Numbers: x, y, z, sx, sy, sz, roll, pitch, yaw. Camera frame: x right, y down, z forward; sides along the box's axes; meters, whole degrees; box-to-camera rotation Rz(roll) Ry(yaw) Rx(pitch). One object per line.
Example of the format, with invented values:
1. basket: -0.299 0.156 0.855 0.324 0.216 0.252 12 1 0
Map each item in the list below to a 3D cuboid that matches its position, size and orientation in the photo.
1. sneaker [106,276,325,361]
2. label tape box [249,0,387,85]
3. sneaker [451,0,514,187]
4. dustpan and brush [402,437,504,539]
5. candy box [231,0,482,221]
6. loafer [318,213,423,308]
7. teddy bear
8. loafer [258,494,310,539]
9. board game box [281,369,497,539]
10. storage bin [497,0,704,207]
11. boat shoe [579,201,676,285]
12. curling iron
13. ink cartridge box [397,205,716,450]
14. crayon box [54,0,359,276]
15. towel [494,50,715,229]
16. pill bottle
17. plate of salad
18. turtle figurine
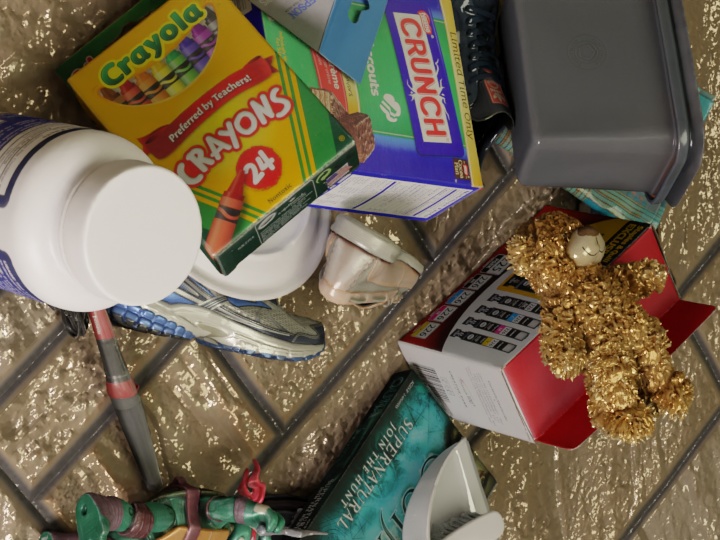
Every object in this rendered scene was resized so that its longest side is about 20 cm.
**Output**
1. sneaker: -0.099 0.017 1.494 0.199 0.077 0.086 16 84 -41
2. label tape box: -0.042 -0.252 1.424 0.200 0.063 0.145 34 51 -22
3. sneaker: 0.093 -0.156 1.610 0.075 0.084 0.201 7 94 -40
4. dustpan and brush: 0.065 0.226 1.580 0.200 0.057 0.140 -25 99 -45
5. candy box: -0.012 -0.135 1.493 0.199 0.077 0.170 5 68 -42
6. loafer: 0.000 0.000 1.534 0.063 0.072 0.200 -60 170 -1
7. teddy bear: 0.194 0.040 1.565 0.144 0.067 0.201 -9 78 -25
8. loafer: -0.018 0.237 1.613 0.200 0.063 0.072 33 79 -39
9. board game box: 0.027 0.197 1.615 0.135 0.028 0.200 53 49 -21
10. storage bin: 0.187 -0.154 1.618 0.134 0.146 0.201 -2 68 -7
11. boat shoe: 0.241 0.017 1.778 0.072 0.072 0.201 -24 114 -34
12. curling iron: -0.180 0.083 1.463 0.026 0.049 0.201 -39 127 -26
13. ink cartridge box: 0.166 0.044 1.653 0.200 0.175 0.084 -42 122 -26
14. crayon box: -0.111 -0.113 1.370 0.127 0.200 0.051 -40 165 -7
15. towel: 0.201 -0.136 1.702 0.200 0.022 0.147 32 77 -18
16. pill bottle: -0.197 -0.037 1.316 0.119 0.200 0.120 -10 106 -38
17. plate of salad: -0.104 -0.070 1.465 0.199 0.048 0.201 20 58 -36
18. turtle figurine: -0.134 0.207 1.488 0.199 0.101 0.150 8 125 -36
